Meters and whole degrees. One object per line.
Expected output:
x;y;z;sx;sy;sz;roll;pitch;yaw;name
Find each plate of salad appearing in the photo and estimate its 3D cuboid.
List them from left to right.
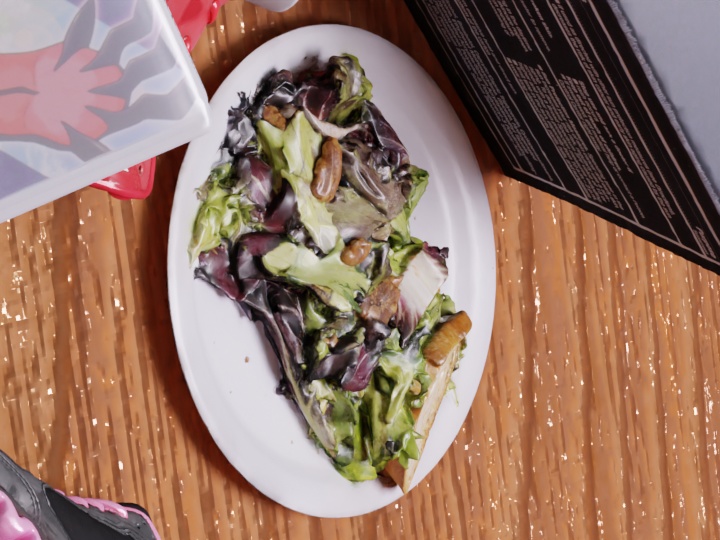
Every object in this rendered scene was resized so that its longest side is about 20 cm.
0.000;0.000;0.977;0.200;0.048;0.201;1;89;-48;plate of salad

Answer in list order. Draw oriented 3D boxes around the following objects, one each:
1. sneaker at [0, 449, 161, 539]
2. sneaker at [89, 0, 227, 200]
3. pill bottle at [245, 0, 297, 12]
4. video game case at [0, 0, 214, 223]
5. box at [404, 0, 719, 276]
-0.106;0.109;0.851;0.200;0.079;0.096;54;30;-33;sneaker
-0.078;-0.095;0.885;0.200;0.078;0.116;-22;115;-34;sneaker
-0.098;-0.163;0.763;0.199;0.113;0.114;20;72;-16;pill bottle
-0.168;-0.083;0.709;0.199;0.023;0.183;-24;113;1;video game case
0.110;-0.120;0.968;0.123;0.198;0.200;-40;122;-11;box
